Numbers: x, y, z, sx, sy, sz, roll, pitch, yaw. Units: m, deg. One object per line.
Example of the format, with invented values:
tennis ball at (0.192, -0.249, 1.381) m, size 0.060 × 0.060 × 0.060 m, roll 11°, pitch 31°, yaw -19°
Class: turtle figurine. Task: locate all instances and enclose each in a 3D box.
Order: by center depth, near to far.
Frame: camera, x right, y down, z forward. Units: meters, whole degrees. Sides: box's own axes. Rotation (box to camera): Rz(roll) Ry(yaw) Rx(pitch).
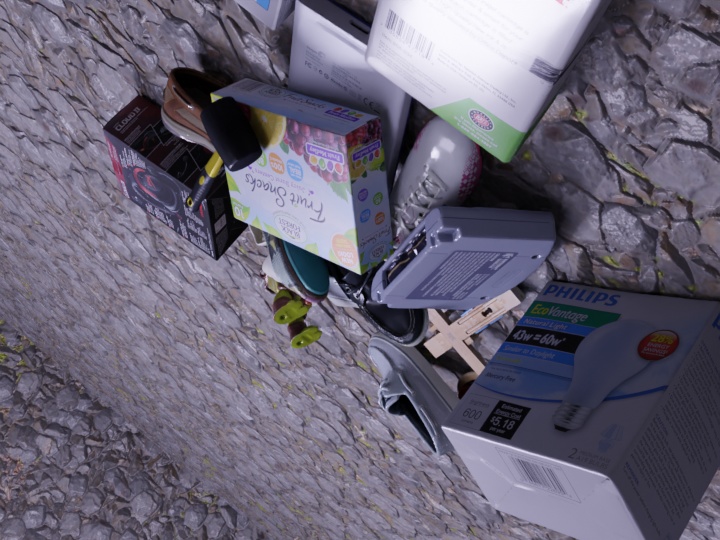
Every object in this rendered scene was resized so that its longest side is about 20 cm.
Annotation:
turtle figurine at (-0.093, 0.003, 1.195) m, size 0.202 × 0.063 × 0.163 m, roll 82°, pitch 175°, yaw -46°

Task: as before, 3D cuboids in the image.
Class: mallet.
mallet at (-0.146, -0.097, 0.990) m, size 0.066 × 0.041 × 0.200 m, roll 57°, pitch 151°, yaw 13°

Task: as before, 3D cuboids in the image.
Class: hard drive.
hard drive at (-0.015, -0.152, 0.932) m, size 0.131 × 0.025 × 0.201 m, roll 36°, pitch 146°, yaw 17°

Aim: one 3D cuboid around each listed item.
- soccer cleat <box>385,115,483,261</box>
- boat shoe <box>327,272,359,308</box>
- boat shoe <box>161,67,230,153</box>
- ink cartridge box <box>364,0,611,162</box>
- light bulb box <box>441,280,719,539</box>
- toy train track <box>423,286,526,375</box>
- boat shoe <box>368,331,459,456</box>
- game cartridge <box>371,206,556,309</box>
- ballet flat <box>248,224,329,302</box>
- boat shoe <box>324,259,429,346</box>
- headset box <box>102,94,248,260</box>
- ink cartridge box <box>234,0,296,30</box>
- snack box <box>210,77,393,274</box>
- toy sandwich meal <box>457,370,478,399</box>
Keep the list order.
soccer cleat at (0.061, -0.066, 0.928) m, size 0.069 × 0.087 × 0.201 m, roll 37°, pitch 154°, yaw 10°
boat shoe at (-0.002, 0.001, 1.145) m, size 0.072 × 0.070 × 0.200 m, roll 46°, pitch 157°, yaw -20°
boat shoe at (-0.135, -0.164, 1.063) m, size 0.197 × 0.076 × 0.073 m, roll 22°, pitch 137°, yaw 12°
ink cartridge box at (0.094, -0.192, 0.684) m, size 0.145 × 0.084 × 0.201 m, roll 37°, pitch 155°, yaw 7°
light bulb box at (0.218, 0.128, 0.886) m, size 0.196 × 0.200 × 0.126 m, roll 7°, pitch 138°, yaw 49°
toy train track at (0.130, 0.052, 1.093) m, size 0.115 × 0.032 × 0.200 m, roll 48°, pitch 149°, yaw 1°
boat shoe at (0.060, 0.155, 1.239) m, size 0.201 × 0.071 × 0.071 m, roll 45°, pitch 153°, yaw 36°
game cartridge at (0.101, -0.009, 0.938) m, size 0.131 × 0.042 × 0.200 m, roll 6°, pitch 158°, yaw -17°
ballet flat at (-0.091, -0.039, 1.109) m, size 0.071 × 0.069 × 0.203 m, roll -37°, pitch 62°, yaw 32°
boat shoe at (0.001, -0.002, 1.055) m, size 0.066 × 0.074 × 0.201 m, roll 12°, pitch -137°, yaw -53°
headset box at (-0.248, -0.126, 1.282) m, size 0.198 × 0.075 × 0.149 m, roll 33°, pitch 154°, yaw 16°
ink cartridge box at (-0.113, -0.323, 0.815) m, size 0.175 × 0.045 × 0.200 m, roll 39°, pitch 154°, yaw 3°
snack box at (-0.058, -0.096, 0.951) m, size 0.198 × 0.053 × 0.144 m, roll 24°, pitch 133°, yaw 41°
toy sandwich meal at (0.192, 0.207, 1.200) m, size 0.203 × 0.070 × 0.206 m, roll 32°, pitch 153°, yaw 18°
